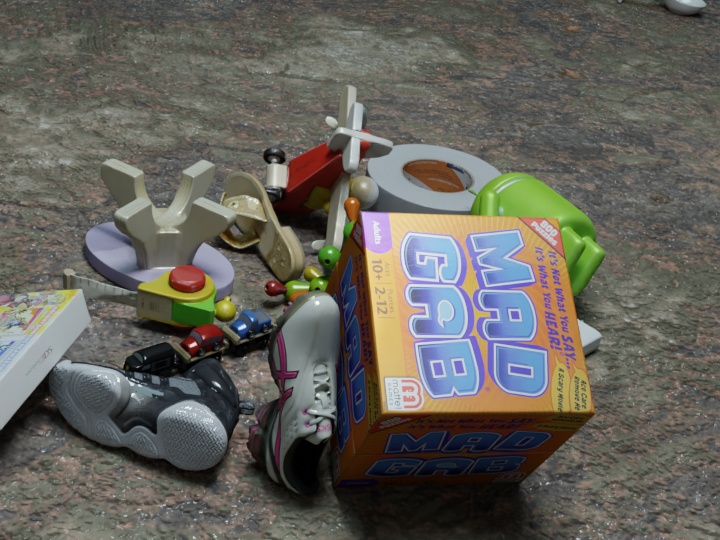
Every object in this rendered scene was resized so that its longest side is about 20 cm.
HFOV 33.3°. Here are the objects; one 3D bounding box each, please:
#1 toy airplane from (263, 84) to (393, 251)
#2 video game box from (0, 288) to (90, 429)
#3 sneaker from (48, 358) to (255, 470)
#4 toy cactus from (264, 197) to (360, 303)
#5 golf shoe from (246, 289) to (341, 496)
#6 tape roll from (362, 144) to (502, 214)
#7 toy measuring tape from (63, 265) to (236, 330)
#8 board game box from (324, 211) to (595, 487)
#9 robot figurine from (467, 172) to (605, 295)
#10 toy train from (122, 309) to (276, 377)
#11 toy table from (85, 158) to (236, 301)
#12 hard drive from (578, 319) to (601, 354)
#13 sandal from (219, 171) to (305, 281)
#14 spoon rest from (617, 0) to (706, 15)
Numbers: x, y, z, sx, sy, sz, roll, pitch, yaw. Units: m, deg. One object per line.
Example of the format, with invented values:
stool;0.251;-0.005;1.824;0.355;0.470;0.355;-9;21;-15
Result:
toy airplane;-0.024;-0.128;1.568;0.141;0.201;0.199;27;10;-35
video game box;-0.389;0.087;1.186;0.181;0.047;0.200;-6;26;18
sneaker;-0.204;0.128;1.202;0.199;0.076;0.114;19;25;16
toy cactus;0.000;0.000;1.426;0.165;0.199;0.103;27;39;-46
golf shoe;-0.045;0.116;1.135;0.072;0.201;0.092;-9;33;-38
tape roll;0.102;-0.104;1.682;0.199;0.067;0.201;8;30;-5
toy measuring tape;-0.234;0.021;1.371;0.198;0.074;0.074;14;30;6
board game box;0.081;0.081;1.159;0.198;0.200;0.201;1;62;-14
robot figurine;0.218;-0.049;1.532;0.175;0.116;0.200;17;20;-42
toy train;-0.171;0.081;1.309;0.199;0.046;0.034;-19;40;-39
toy table;-0.239;-0.051;1.444;0.198;0.118;0.184;16;31;9
hard drive;0.175;0.084;1.425;0.199;0.027;0.132;-20;42;-42
sandal;-0.149;-0.060;1.523;0.069;0.078;0.212;-5;38;-35
spoon rest;0.686;-0.623;2.731;0.198;0.061;0.100;9;30;0
